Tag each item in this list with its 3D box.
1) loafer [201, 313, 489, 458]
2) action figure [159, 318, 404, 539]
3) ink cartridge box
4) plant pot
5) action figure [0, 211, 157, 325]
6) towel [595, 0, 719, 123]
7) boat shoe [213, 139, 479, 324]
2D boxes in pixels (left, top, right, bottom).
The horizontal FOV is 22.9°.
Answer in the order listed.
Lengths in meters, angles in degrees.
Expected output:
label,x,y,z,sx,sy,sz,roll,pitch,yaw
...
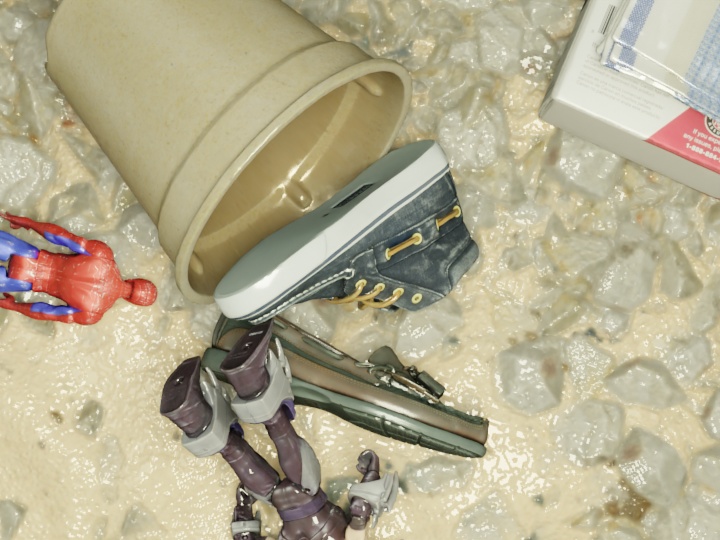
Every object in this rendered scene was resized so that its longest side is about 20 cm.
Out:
label,x,y,z,sx,sy,sz,roll,pitch,yaw
loafer,-0.005,0.068,1.173,0.198,0.072,0.063,17,78,5
action figure,-0.044,0.136,1.139,0.129,0.070,0.201,-20,115,20
ink cartridge box,0.224,-0.168,1.184,0.147,0.086,0.201,24,83,1
plant pot,-0.100,-0.114,1.145,0.200,0.201,0.183,-45,74,-4
action figure,-0.234,-0.005,1.193,0.198,0.052,0.066,13,90,-3
towel,0.265,-0.151,1.131,0.199,0.024,0.148,27,83,-3
boat shoe,0.000,0.000,1.137,0.200,0.071,0.091,-36,108,-33
